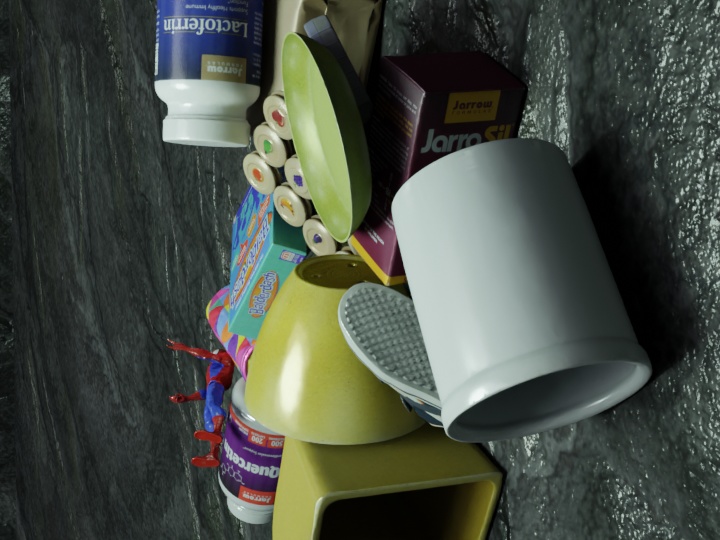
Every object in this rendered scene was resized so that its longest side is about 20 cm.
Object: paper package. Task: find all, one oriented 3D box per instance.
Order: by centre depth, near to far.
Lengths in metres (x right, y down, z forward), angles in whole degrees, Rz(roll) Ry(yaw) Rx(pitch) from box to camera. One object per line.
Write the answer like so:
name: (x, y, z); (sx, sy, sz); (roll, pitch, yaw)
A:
paper package: (-0.075, -0.240, 1.442); (0.200, 0.103, 0.191); (37, 121, 56)

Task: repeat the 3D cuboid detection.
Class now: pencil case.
pencil case: (-0.136, 0.083, 1.641); (0.200, 0.088, 0.089); (-130, 41, -62)

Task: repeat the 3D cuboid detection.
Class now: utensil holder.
utensil holder: (0.124, 0.018, 1.044); (0.170, 0.169, 0.201); (126, 134, -54)

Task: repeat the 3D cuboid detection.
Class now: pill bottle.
pill bottle: (-0.163, -0.236, 1.378); (0.116, 0.115, 0.201); (7, 96, 64)
pill bottle: (-0.124, 0.234, 1.665); (0.113, 0.112, 0.201); (55, 142, 45)

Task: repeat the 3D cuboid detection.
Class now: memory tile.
memory tile: (-0.044, -0.080, 1.341); (0.200, 0.017, 0.153); (46, 145, 11)

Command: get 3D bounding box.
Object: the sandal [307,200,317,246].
sandal: (-0.036, -0.080, 1.471); (0.200, 0.054, 0.082); (-31, 68, 55)

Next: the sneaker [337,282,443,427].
sneaker: (0.058, 0.093, 1.208); (0.200, 0.078, 0.079); (39, 162, 3)

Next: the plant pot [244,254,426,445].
plant pot: (-0.019, 0.066, 1.294); (0.200, 0.199, 0.143); (36, 131, 57)

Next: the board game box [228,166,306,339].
board game box: (-0.111, -0.041, 1.520); (0.200, 0.045, 0.152); (-94, 27, -47)

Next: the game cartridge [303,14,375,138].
game cartridge: (0.002, -0.152, 1.285); (0.130, 0.038, 0.200); (60, -179, 34)

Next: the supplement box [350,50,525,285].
supplement box: (0.069, -0.095, 1.192); (0.086, 0.110, 0.201); (50, 139, 48)

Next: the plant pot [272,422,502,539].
plant pot: (0.004, 0.229, 1.324); (0.200, 0.193, 0.196); (-122, 35, -50)

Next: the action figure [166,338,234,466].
action figure: (-0.210, 0.157, 1.613); (0.200, 0.099, 0.065); (-84, 6, -59)

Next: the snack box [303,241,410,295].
snack box: (0.000, 0.000, 1.417); (0.116, 0.037, 0.200); (62, 149, 14)

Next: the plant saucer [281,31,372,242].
plant saucer: (-0.029, -0.126, 1.189); (0.200, 0.031, 0.201); (165, 90, -78)
